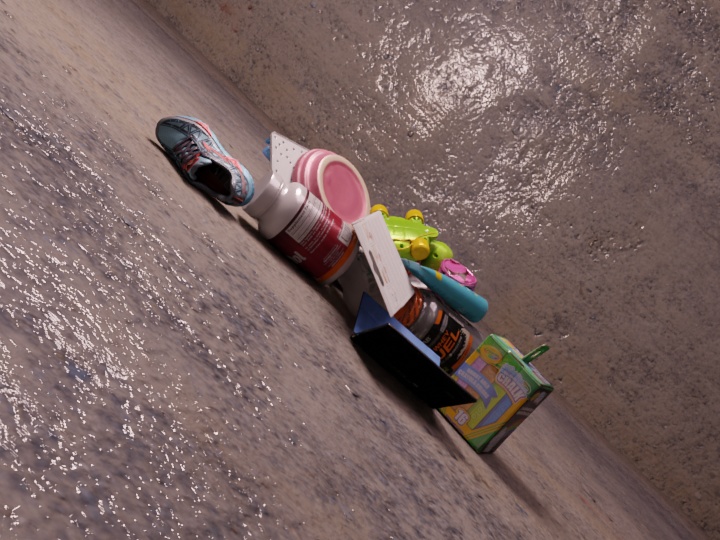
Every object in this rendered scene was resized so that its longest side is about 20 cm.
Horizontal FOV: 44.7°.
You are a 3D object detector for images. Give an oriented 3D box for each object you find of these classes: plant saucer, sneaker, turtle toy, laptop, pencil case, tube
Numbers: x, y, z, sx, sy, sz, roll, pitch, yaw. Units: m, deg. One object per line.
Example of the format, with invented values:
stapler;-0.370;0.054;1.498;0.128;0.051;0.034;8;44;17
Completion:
plant saucer;-0.046;-0.141;1.672;0.199;0.050;0.204;26;55;-43
sneaker;0.006;0.013;1.570;0.074;0.089;0.201;-7;51;-38
turtle toy;0.092;-0.047;1.752;0.196;0.102;0.147;8;34;-8
laptop;0.089;0.117;1.396;0.187;0.117;0.199;40;-26;-14
pencil case;0.156;0.069;1.742;0.089;0.202;0.094;18;35;-15
tube;0.153;0.031;1.613;0.199;0.051;0.077;33;-13;-31
sneaker;-0.258;-0.183;1.423;0.199;0.080;0.095;39;14;4

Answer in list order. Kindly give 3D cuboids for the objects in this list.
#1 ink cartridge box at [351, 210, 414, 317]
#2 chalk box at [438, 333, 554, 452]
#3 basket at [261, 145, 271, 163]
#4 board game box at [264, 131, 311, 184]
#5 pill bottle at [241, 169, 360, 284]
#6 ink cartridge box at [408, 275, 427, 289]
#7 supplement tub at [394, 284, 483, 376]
ink cartridge box;0.026;-0.009;1.473;0.162;0.047;0.200;67;17;-4
chalk box;0.237;0.190;1.472;0.124;0.200;0.124;45;8;23
basket;-0.125;-0.172;1.814;0.201;0.138;0.176;53;6;-1
board game box;-0.103;-0.136;1.661;0.198;0.026;0.203;22;56;-45
pill bottle;-0.103;-0.076;1.511;0.199;0.113;0.113;40;7;-21
ink cartridge box;0.027;0.025;1.706;0.196;0.040;0.100;9;12;-4
supplement tub;0.131;0.116;1.636;0.199;0.123;0.123;37;9;-31
